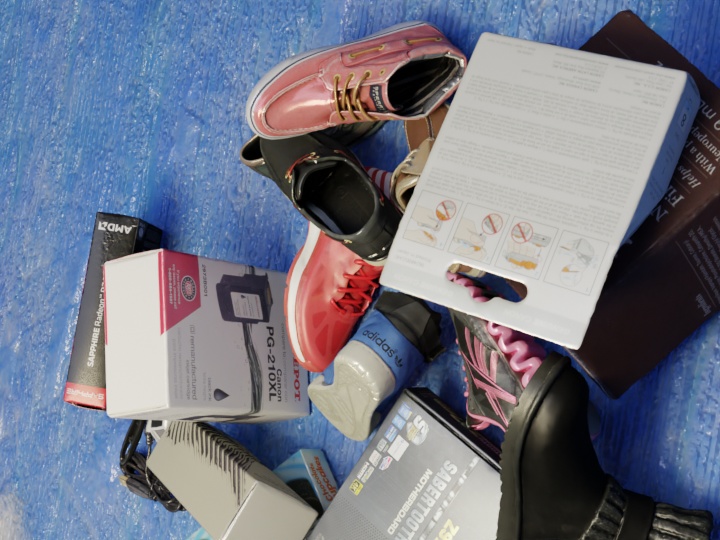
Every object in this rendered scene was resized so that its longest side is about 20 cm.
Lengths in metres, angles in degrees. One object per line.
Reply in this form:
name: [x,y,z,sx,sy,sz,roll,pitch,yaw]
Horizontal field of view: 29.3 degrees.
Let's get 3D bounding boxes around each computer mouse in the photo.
computer mouse: [-0.205,0.145,1.451,0.109,0.044,0.201,14,99,45]

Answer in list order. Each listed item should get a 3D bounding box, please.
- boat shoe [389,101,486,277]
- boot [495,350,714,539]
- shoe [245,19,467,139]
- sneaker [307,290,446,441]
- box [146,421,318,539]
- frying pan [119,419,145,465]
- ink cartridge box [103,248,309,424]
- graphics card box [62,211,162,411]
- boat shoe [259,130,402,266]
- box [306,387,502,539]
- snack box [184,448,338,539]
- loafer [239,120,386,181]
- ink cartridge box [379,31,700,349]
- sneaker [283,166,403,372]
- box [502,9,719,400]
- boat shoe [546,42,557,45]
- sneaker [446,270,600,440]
boat shoe: [0.064,-0.080,1.203,0.076,0.071,0.200,108,155,-42]
boot: [0.189,0.168,1.032,0.157,0.079,0.212,18,129,23]
shoe: [-0.004,-0.164,1.232,0.091,0.199,0.072,-125,13,-62]
sneaker: [0.019,0.081,1.237,0.077,0.200,0.111,43,68,9]
box: [-0.124,0.204,1.291,0.069,0.082,0.200,-59,32,-3]
frying pan: [-0.223,0.106,1.422,0.190,0.031,0.115,-42,59,32]
ink cartridge box: [-0.142,0.068,1.304,0.084,0.200,0.146,-12,76,36]
graphics card box: [-0.259,0.044,1.449,0.051,0.125,0.201,10,88,5]
boat shoe: [-0.033,-0.082,1.252,0.074,0.063,0.201,-46,51,2]
box: [0.053,0.226,1.190,0.158,0.051,0.200,39,106,24]
snack box: [-0.091,0.274,1.337,0.200,0.037,0.117,-41,61,28]
loafer: [-0.035,-0.150,1.332,0.200,0.063,0.072,-38,61,30]
ink cartridge box: [0.122,-0.055,0.941,0.160,0.047,0.201,18,81,31]
sneaker: [0.000,0.000,1.273,0.115,0.078,0.201,6,89,42]
box: [0.194,-0.045,1.023,0.200,0.164,0.166,-42,58,4]
boat shoe: [0.143,-0.091,1.174,0.065,0.072,0.201,6,97,62]
sneaker: [0.111,0.087,1.162,0.095,0.079,0.200,-47,56,19]
